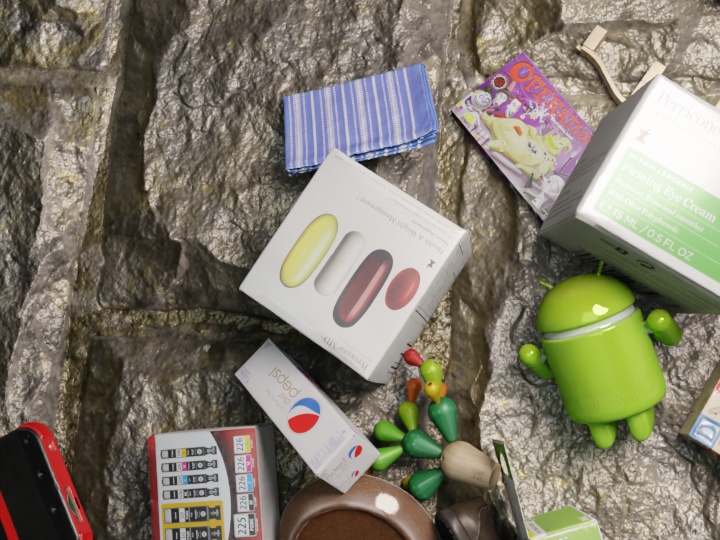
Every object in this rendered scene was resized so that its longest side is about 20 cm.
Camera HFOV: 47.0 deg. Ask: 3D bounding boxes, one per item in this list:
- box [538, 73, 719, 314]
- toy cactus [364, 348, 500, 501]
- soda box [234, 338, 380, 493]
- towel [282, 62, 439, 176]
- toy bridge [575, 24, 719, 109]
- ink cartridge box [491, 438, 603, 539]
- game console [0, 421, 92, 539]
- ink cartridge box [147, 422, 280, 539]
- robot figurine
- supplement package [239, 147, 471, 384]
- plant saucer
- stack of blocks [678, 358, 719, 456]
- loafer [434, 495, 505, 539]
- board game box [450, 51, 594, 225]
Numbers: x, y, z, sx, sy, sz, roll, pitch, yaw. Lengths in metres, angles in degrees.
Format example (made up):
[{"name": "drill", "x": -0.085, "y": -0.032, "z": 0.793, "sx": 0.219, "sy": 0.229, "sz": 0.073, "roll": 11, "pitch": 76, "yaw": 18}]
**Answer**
[{"name": "box", "x": 0.335, "y": -0.072, "z": 0.905, "sx": 0.198, "sy": 0.200, "sz": 0.172, "roll": 31, "pitch": 88, "yaw": 2}, {"name": "toy cactus", "x": 0.081, "y": 0.206, "z": 0.965, "sx": 0.164, "sy": 0.102, "sz": 0.201, "roll": 17, "pitch": 86, "yaw": 32}, {"name": "soda box", "x": -0.066, "y": 0.168, "z": 0.978, "sx": 0.064, "sy": 0.068, "sz": 0.200, "roll": -46, "pitch": 46, "yaw": -3}, {"name": "towel", "x": -0.004, "y": -0.198, "z": 1.062, "sx": 0.199, "sy": 0.024, "sz": 0.145, "roll": -12, "pitch": 53, "yaw": 8}, {"name": "toy bridge", "x": 0.352, "y": -0.226, "z": 1.026, "sx": 0.200, "sy": 0.027, "sz": 0.067, "roll": 36, "pitch": 91, "yaw": 14}, {"name": "ink cartridge box", "x": 0.212, "y": 0.277, "z": 0.913, "sx": 0.075, "sy": 0.148, "sz": 0.201, "roll": -16, "pitch": 79, "yaw": 2}, {"name": "game console", "x": -0.460, "y": 0.321, "z": 1.099, "sx": 0.176, "sy": 0.031, "sz": 0.201, "roll": -30, "pitch": 77, "yaw": 10}, {"name": "ink cartridge box", "x": -0.194, "y": 0.298, "z": 1.021, "sx": 0.175, "sy": 0.084, "sz": 0.201, "roll": -7, "pitch": 81, "yaw": 10}, {"name": "robot figurine", "x": 0.271, "y": 0.094, "z": 0.937, "sx": 0.175, "sy": 0.116, "sz": 0.201, "roll": -20, "pitch": 92, "yaw": 28}, {"name": "supplement package", "x": 0.000, "y": 0.000, "z": 0.997, "sx": 0.191, "sy": 0.147, "sz": 0.200, "roll": 33, "pitch": 87, "yaw": 14}, {"name": "plant saucer", "x": -0.005, "y": 0.333, "z": 0.965, "sx": 0.199, "sy": 0.034, "sz": 0.201, "roll": 4, "pitch": 107, "yaw": 12}, {"name": "stack of blocks", "x": 0.465, "y": 0.129, "z": 0.935, "sx": 0.115, "sy": 0.059, "sz": 0.201, "roll": 30, "pitch": 88, "yaw": 13}, {"name": "loafer", "x": 0.162, "y": 0.342, "z": 0.938, "sx": 0.071, "sy": 0.073, "sz": 0.201, "roll": -33, "pitch": 100, "yaw": -17}, {"name": "board game box", "x": 0.220, "y": -0.163, "z": 1.042, "sx": 0.120, "sy": 0.032, "sz": 0.200, "roll": -37, "pitch": 77, "yaw": -1}]
